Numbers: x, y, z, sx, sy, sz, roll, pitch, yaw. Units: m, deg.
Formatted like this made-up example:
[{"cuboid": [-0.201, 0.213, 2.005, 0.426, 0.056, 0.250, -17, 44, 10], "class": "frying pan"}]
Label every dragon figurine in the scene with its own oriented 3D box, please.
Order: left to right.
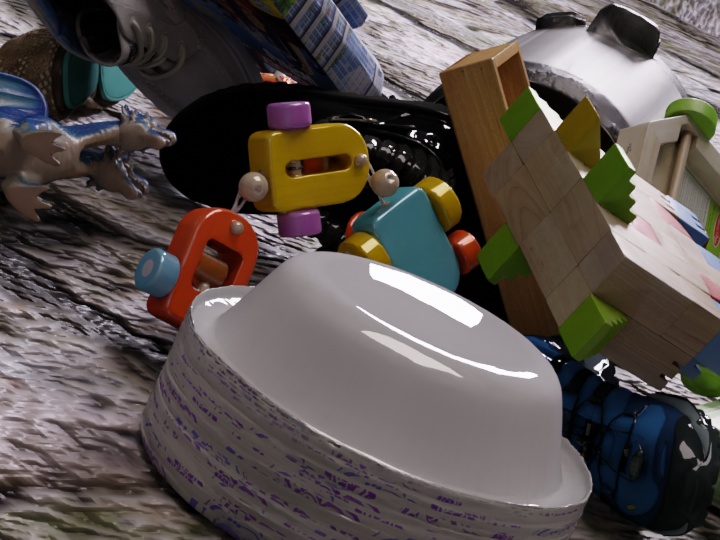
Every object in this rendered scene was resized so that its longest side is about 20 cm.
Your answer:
[{"cuboid": [-0.203, -0.074, 1.295, 0.199, 0.059, 0.099, 14, 14, -1], "class": "dragon figurine"}]

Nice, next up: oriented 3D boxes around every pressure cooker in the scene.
[{"cuboid": [0.129, -0.071, 1.540, 0.179, 0.175, 0.200, 67, 26, -7], "class": "pressure cooker"}]

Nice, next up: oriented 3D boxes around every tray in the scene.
[{"cuboid": [0.095, -0.029, 1.394, 0.037, 0.201, 0.099, -13, 8, 14], "class": "tray"}]

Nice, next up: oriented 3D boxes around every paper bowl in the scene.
[{"cuboid": [0.010, 0.064, 1.073, 0.200, 0.105, 0.201, 23, 13, -6], "class": "paper bowl"}]

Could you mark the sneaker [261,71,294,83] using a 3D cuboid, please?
[{"cuboid": [-0.081, -0.107, 1.640, 0.077, 0.073, 0.200, -1, 15, -7], "class": "sneaker"}]

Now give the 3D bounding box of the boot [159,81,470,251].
[{"cuboid": [-0.037, -0.057, 1.386, 0.210, 0.080, 0.158, -1, 17, 17], "class": "boot"}]

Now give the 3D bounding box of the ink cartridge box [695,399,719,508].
[{"cuboid": [0.283, 0.138, 1.363, 0.200, 0.048, 0.145, 28, 14, 24], "class": "ink cartridge box"}]

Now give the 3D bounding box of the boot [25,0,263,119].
[{"cuboid": [-0.140, -0.139, 1.464, 0.200, 0.074, 0.096, 44, 25, -16], "class": "boot"}]

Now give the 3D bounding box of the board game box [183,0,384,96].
[{"cuboid": [-0.066, -0.181, 1.504, 0.200, 0.062, 0.200, 35, -8, 36], "class": "board game box"}]

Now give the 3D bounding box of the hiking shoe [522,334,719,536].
[{"cuboid": [0.113, 0.086, 1.251, 0.086, 0.075, 0.200, 7, 11, -25], "class": "hiking shoe"}]

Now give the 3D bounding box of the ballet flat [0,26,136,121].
[{"cuboid": [-0.192, -0.136, 1.539, 0.065, 0.071, 0.200, 3, 7, 10], "class": "ballet flat"}]

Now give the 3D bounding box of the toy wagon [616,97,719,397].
[{"cuboid": [0.212, 0.000, 1.429, 0.039, 0.156, 0.200, -14, -46, 38], "class": "toy wagon"}]

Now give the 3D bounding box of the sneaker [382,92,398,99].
[{"cuboid": [0.002, -0.098, 1.685, 0.073, 0.080, 0.200, 18, 14, -16], "class": "sneaker"}]

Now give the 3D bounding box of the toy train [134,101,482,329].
[{"cuboid": [-0.029, -0.003, 1.237, 0.200, 0.151, 0.056, 23, -12, -35], "class": "toy train"}]

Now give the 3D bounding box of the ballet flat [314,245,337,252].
[{"cuboid": [0.000, 0.000, 1.404, 0.067, 0.047, 0.200, -4, 16, 5], "class": "ballet flat"}]

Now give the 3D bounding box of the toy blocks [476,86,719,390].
[{"cuboid": [0.148, 0.001, 1.262, 0.137, 0.100, 0.200, 32, 20, -29], "class": "toy blocks"}]
